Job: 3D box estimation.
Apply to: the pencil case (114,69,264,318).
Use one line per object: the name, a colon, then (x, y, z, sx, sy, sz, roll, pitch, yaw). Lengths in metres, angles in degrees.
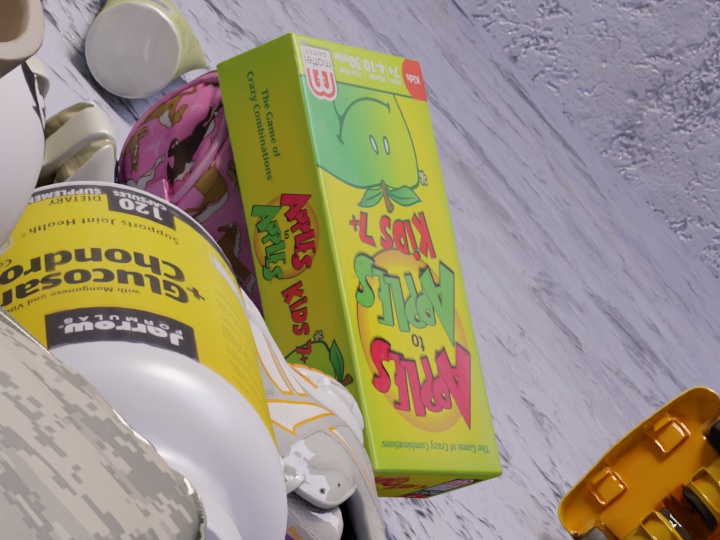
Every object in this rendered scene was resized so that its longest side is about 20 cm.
pencil case: (-0.031, -0.007, 1.413, 0.200, 0.086, 0.083, 41, 11, -36)

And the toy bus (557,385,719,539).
toy bus: (0.217, 0.185, 1.673, 0.200, 0.136, 0.192, 49, -3, 16)

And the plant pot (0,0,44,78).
plant pot: (-0.197, -0.047, 0.575, 0.187, 0.200, 0.187, 47, 11, -12)

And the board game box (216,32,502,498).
board game box: (0.000, 0.000, 1.338, 0.101, 0.047, 0.201, 7, 68, -54)

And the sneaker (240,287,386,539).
sneaker: (-0.044, 0.068, 1.145, 0.200, 0.076, 0.092, 34, 23, -51)

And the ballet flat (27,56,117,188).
ballet flat: (-0.141, -0.049, 1.151, 0.200, 0.072, 0.068, 40, 16, -42)

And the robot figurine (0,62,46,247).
robot figurine: (-0.186, -0.073, 0.908, 0.200, 0.125, 0.150, 47, 19, -7)

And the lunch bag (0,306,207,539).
lunch bag: (-0.106, 0.085, 0.557, 0.169, 0.139, 0.200, 67, 13, 0)

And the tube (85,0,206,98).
tube: (-0.116, -0.128, 1.613, 0.200, 0.051, 0.058, -87, 177, -79)

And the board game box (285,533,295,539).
board game box: (0.027, 0.177, 0.944, 0.199, 0.032, 0.120, 36, 32, -6)

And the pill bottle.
pill bottle: (-0.081, 0.058, 0.914, 0.112, 0.112, 0.200, 44, 11, -23)
